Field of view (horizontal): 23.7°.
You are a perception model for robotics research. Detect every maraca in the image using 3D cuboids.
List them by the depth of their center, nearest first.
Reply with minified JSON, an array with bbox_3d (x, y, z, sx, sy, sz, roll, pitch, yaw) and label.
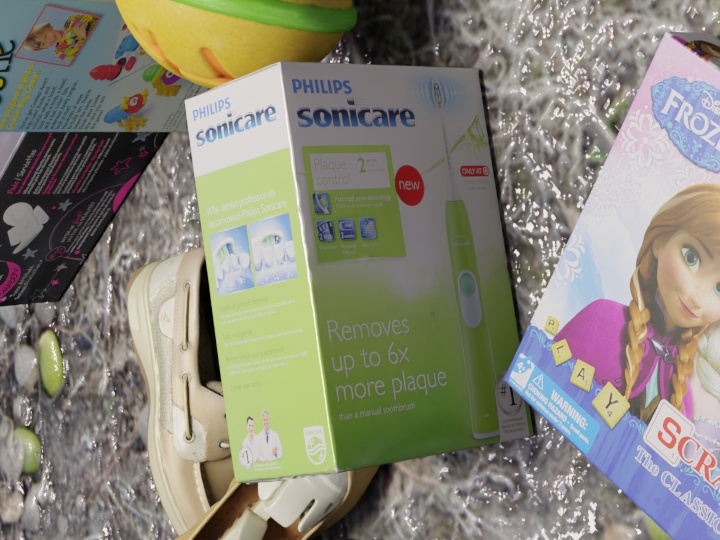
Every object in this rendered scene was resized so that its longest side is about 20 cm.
[{"bbox_3d":[-0.077,-0.158,0.929,0.200,0.136,0.108,43,119,62],"label":"maraca"}]

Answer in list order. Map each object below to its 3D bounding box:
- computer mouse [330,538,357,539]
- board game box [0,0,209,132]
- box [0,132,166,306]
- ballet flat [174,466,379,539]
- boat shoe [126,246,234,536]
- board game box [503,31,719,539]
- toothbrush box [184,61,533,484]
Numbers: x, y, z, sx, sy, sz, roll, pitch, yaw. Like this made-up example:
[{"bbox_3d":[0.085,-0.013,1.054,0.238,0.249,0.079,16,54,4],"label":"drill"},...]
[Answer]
[{"bbox_3d":[-0.066,0.241,0.994,0.046,0.139,0.202,36,119,55],"label":"computer mouse"},{"bbox_3d":[-0.172,-0.154,1.026,0.103,0.199,0.105,55,128,28],"label":"board game box"},{"bbox_3d":[-0.238,-0.086,1.164,0.200,0.114,0.133,-50,58,36],"label":"box"},{"bbox_3d":[-0.052,0.145,0.986,0.068,0.063,0.200,39,108,-7],"label":"ballet flat"},{"bbox_3d":[-0.088,0.087,1.050,0.065,0.072,0.202,-18,82,37],"label":"boat shoe"},{"bbox_3d":[0.176,0.027,0.781,0.200,0.041,0.201,42,122,36],"label":"board game box"},{"bbox_3d":[0.000,0.000,0.893,0.086,0.145,0.202,-15,82,47],"label":"toothbrush box"}]
